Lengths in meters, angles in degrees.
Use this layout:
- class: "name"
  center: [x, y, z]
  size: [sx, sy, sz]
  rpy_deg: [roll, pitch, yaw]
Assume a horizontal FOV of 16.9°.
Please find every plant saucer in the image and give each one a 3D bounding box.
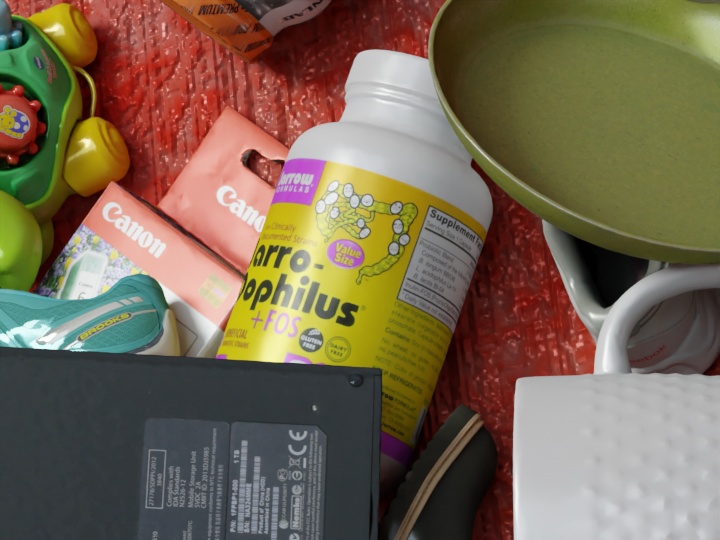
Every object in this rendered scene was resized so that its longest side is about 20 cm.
- class: "plant saucer"
  center: [0.123, -0.066, 1.073]
  size: [0.200, 0.200, 0.031]
  rpy_deg: [47, 139, 30]

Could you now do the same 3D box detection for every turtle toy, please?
- class: "turtle toy"
  center: [-0.206, -0.061, 1.276]
  size: [0.146, 0.101, 0.200]
  rpy_deg: [-26, 62, 15]

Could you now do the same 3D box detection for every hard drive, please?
- class: "hard drive"
  center: [-0.093, 0.105, 1.052]
  size: [0.200, 0.033, 0.140]
  rpy_deg: [4, 69, -4]

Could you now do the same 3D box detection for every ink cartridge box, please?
- class: "ink cartridge box"
  center: [-0.101, 0.014, 1.230]
  size: [0.109, 0.050, 0.200]
  rpy_deg: [36, 91, 31]

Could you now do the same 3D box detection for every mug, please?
- class: "mug"
  center: [0.155, 0.092, 1.023]
  size: [0.175, 0.148, 0.200]
  rpy_deg: [-1, 74, 6]

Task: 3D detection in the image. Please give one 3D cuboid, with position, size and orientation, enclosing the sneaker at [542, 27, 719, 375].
- class: "sneaker"
  center: [0.116, -0.048, 1.122]
  size: [0.078, 0.099, 0.200]
  rpy_deg: [-22, 64, 17]

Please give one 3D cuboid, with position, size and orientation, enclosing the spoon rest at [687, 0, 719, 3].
- class: "spoon rest"
  center: [0.233, -0.166, 1.112]
  size: [0.200, 0.061, 0.099]
  rpy_deg: [-15, 67, 5]

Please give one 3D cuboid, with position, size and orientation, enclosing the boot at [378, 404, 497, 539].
- class: "boot"
  center: [0.056, 0.173, 1.102]
  size: [0.138, 0.077, 0.200]
  rpy_deg: [25, 64, 5]

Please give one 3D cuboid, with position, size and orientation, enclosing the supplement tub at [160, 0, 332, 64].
- class: "supplement tub"
  center: [-0.034, -0.213, 1.239]
  size: [0.123, 0.123, 0.200]
  rpy_deg: [36, 90, 31]

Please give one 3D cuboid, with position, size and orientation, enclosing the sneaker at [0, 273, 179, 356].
- class: "sneaker"
  center: [-0.182, 0.049, 1.195]
  size: [0.200, 0.078, 0.080]
  rpy_deg: [-9, 60, 13]

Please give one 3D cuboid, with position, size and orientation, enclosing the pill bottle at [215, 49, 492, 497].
- class: "pill bottle"
  center: [0.000, 0.000, 1.158]
  size: [0.104, 0.104, 0.200]
  rpy_deg: [13, 78, 28]
